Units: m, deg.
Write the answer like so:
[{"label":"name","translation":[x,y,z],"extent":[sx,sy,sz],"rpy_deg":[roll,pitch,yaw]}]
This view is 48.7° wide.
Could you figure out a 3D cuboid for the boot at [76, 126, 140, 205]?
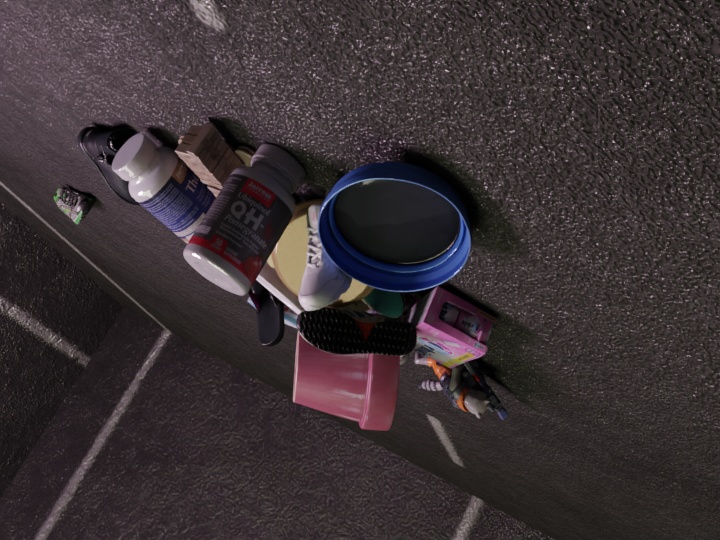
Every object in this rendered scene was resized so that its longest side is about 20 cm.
[{"label":"boot","translation":[-0.442,-0.192,1.526],"extent":[0.166,0.077,0.201],"rpy_deg":[18,153,47]}]

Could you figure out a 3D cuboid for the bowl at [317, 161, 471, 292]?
[{"label":"bowl","translation":[0.044,-0.054,1.005],"extent":[0.195,0.040,0.203],"rpy_deg":[7,139,6]}]

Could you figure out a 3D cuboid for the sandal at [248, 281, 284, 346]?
[{"label":"sandal","translation":[-0.185,0.046,1.536],"extent":[0.074,0.204,0.048],"rpy_deg":[-29,144,24]}]

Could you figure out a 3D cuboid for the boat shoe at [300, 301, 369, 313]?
[{"label":"boat shoe","translation":[-0.041,0.068,1.361],"extent":[0.067,0.199,0.073],"rpy_deg":[-25,93,42]}]

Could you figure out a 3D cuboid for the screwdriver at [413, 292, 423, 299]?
[{"label":"screwdriver","translation":[0.067,0.015,1.330],"extent":[0.199,0.028,0.029],"rpy_deg":[37,-168,-39]}]

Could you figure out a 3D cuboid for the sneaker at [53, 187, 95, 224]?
[{"label":"sneaker","translation":[-0.778,-0.179,2.139],"extent":[0.085,0.079,0.198],"rpy_deg":[42,160,-31]}]

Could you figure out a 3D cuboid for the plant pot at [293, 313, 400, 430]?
[{"label":"plant pot","translation":[-0.029,0.174,1.411],"extent":[0.174,0.206,0.200],"rpy_deg":[5,164,-6]}]

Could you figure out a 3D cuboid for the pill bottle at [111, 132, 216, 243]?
[{"label":"pill bottle","translation":[-0.341,-0.148,1.419],"extent":[0.110,0.113,0.200],"rpy_deg":[11,154,48]}]

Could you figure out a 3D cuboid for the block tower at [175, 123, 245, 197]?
[{"label":"block tower","translation":[-0.210,-0.146,1.242],"extent":[0.057,0.055,0.201],"rpy_deg":[18,158,33]}]

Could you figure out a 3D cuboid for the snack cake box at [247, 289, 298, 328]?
[{"label":"snack cake box","translation":[-0.116,0.051,1.571],"extent":[0.197,0.117,0.067],"rpy_deg":[16,159,41]}]

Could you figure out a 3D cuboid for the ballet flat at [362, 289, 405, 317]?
[{"label":"ballet flat","translation":[0.000,0.000,1.345],"extent":[0.199,0.076,0.064],"rpy_deg":[42,-168,-16]}]

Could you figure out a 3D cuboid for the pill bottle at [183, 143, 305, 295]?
[{"label":"pill bottle","translation":[-0.161,-0.077,1.150],"extent":[0.109,0.203,0.111],"rpy_deg":[26,163,9]}]

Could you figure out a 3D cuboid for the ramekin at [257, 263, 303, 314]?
[{"label":"ramekin","translation":[-0.131,-0.004,1.420],"extent":[0.199,0.098,0.201],"rpy_deg":[38,173,5]}]

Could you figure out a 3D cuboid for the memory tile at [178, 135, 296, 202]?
[{"label":"memory tile","translation":[-0.201,-0.162,1.303],"extent":[0.197,0.017,0.154],"rpy_deg":[16,157,39]}]

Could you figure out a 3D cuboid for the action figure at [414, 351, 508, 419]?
[{"label":"action figure","translation":[0.199,0.239,1.558],"extent":[0.201,0.104,0.193],"rpy_deg":[51,172,-24]}]

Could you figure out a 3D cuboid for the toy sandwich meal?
[{"label":"toy sandwich meal","translation":[-0.057,-0.034,1.254],"extent":[0.199,0.071,0.210],"rpy_deg":[5,120,9]}]

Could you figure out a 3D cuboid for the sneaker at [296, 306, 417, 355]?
[{"label":"sneaker","translation":[-0.010,0.101,1.292],"extent":[0.194,0.072,0.093],"rpy_deg":[7,175,-8]}]

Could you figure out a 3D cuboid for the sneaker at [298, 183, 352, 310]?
[{"label":"sneaker","translation":[-0.051,-0.039,1.095],"extent":[0.076,0.203,0.100],"rpy_deg":[-8,135,30]}]

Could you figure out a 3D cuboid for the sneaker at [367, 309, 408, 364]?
[{"label":"sneaker","translation":[0.086,0.145,1.564],"extent":[0.112,0.074,0.201],"rpy_deg":[18,158,28]}]

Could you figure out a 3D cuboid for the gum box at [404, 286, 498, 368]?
[{"label":"gum box","translation":[0.141,0.098,1.324],"extent":[0.111,0.067,0.200],"rpy_deg":[26,163,-3]}]
